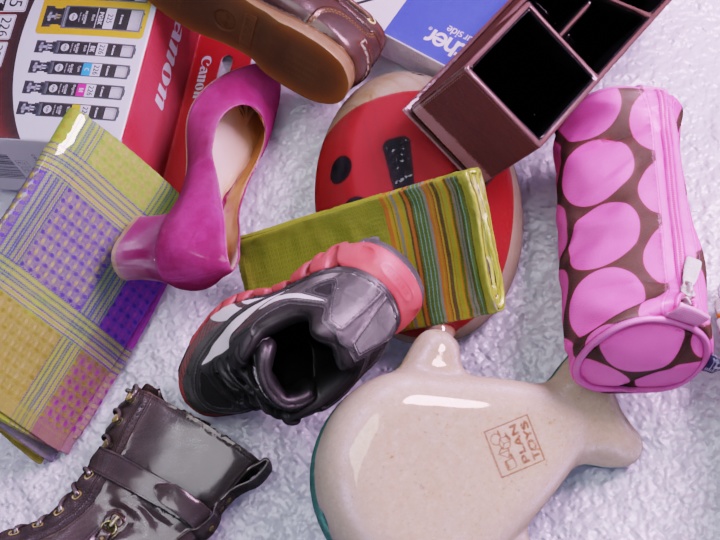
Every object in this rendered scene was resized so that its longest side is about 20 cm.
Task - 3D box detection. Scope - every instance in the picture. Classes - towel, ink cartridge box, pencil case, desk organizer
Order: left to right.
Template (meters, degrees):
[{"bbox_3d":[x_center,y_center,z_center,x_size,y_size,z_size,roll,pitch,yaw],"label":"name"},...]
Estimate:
[{"bbox_3d":[-0.193,0.012,1.026,0.023,0.144,0.200,16,70,43],"label":"towel"},{"bbox_3d":[-0.171,-0.157,1.124,0.176,0.084,0.200,4,67,15],"label":"ink cartridge box"},{"bbox_3d":[0.000,0.000,0.982,0.200,0.018,0.086,-14,84,40],"label":"towel"},{"bbox_3d":[0.038,-0.194,1.111,0.200,0.044,0.094,32,79,23],"label":"ink cartridge box"},{"bbox_3d":[0.125,-0.147,0.999,0.072,0.077,0.200,46,63,-7],"label":"desk organizer"},{"bbox_3d":[0.164,-0.025,0.957,0.091,0.094,0.200,9,51,-14],"label":"pencil case"}]

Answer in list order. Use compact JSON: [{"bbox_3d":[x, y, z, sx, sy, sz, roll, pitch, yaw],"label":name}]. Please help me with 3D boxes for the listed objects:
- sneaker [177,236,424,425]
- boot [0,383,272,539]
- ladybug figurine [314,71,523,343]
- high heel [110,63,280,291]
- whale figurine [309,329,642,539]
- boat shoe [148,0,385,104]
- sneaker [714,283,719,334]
[{"bbox_3d":[-0.053,0.052,0.958,0.200,0.071,0.098,-28,18,41],"label":"sneaker"},{"bbox_3d":[-0.175,0.149,1.006,0.200,0.069,0.174,22,71,14],"label":"boot"},{"bbox_3d":[0.034,-0.047,1.030,0.136,0.072,0.200,-17,64,6],"label":"ladybug figurine"},{"bbox_3d":[-0.079,-0.067,1.043,0.096,0.067,0.200,1,42,37],"label":"high heel"},{"bbox_3d":[0.064,0.112,0.950,0.200,0.104,0.159,-21,84,-20],"label":"whale figurine"},{"bbox_3d":[-0.076,-0.188,1.068,0.200,0.070,0.070,36,51,-1],"label":"boat shoe"},{"bbox_3d":[0.256,0.064,0.930,0.078,0.077,0.200,-14,45,21],"label":"sneaker"}]
